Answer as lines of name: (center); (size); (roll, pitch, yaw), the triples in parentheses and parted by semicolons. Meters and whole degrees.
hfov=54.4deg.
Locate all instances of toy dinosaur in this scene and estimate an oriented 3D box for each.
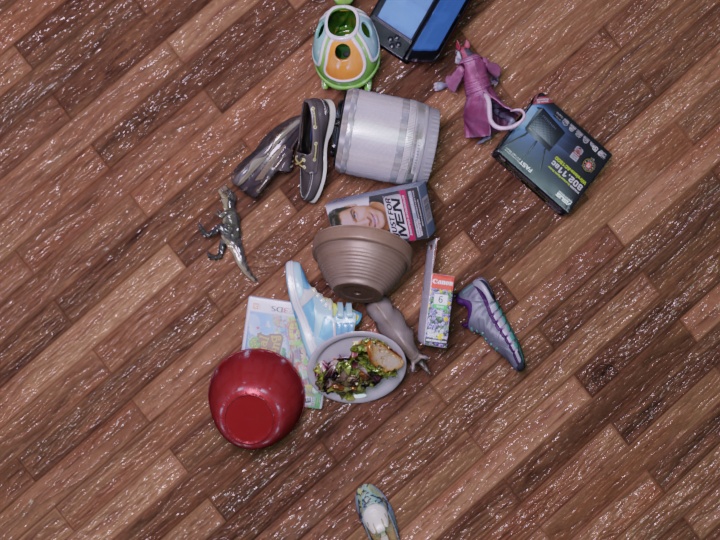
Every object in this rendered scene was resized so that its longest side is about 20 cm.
toy dinosaur: (-0.272, -0.066, 1.401); (0.086, 0.047, 0.206); (-15, 93, -10)

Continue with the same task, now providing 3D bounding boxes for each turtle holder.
turtle holder: (-0.021, -0.452, 1.361); (0.138, 0.132, 0.189); (23, 72, 15)

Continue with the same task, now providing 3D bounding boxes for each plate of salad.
plate of salad: (-0.006, 0.198, 1.357); (0.194, 0.049, 0.204); (-3, 130, -3)

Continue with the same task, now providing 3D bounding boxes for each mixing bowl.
mixing bowl: (-0.206, 0.265, 1.347); (0.194, 0.109, 0.207); (0, 103, -1)

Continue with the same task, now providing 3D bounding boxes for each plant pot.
plant pot: (0.000, 0.000, 1.325); (0.195, 0.202, 0.095); (8, 68, -2)

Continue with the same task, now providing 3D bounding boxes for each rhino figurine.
rhino figurine: (0.076, 0.128, 1.392); (0.059, 0.087, 0.202); (-37, 94, -1)

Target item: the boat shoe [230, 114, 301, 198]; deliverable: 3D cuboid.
boat shoe: (-0.171, -0.228, 1.402); (0.200, 0.074, 0.074); (-45, 117, -7)

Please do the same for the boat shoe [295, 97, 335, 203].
boat shoe: (-0.100, -0.234, 1.372); (0.059, 0.071, 0.207); (-3, 113, -34)

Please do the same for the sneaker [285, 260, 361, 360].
sneaker: (-0.069, 0.065, 1.373); (0.127, 0.080, 0.205); (-17, 99, -1)

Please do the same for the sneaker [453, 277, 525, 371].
sneaker: (0.259, 0.120, 1.420); (0.086, 0.074, 0.204); (-28, 83, 14)

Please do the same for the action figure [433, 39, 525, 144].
action figure: (0.226, -0.357, 1.379); (0.131, 0.149, 0.205); (-22, 97, 1)

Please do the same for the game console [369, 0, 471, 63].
game console: (0.121, -0.528, 1.388); (0.170, 0.119, 0.203); (31, 87, -2)

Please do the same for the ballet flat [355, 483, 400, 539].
ballet flat: (0.047, 0.526, 1.395); (0.073, 0.074, 0.204); (-25, 90, -3)

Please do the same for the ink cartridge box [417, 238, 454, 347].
ink cartridge box: (0.152, 0.044, 1.386); (0.049, 0.109, 0.207); (7, 89, -3)

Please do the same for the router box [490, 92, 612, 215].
router box: (0.387, -0.235, 1.424); (0.199, 0.062, 0.151); (39, 89, -2)

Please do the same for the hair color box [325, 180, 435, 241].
hair color box: (0.038, -0.102, 1.357); (0.195, 0.061, 0.102); (-9, 104, 25)

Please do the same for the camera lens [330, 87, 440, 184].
camera lens: (0.044, -0.257, 1.359); (0.194, 0.160, 0.165); (10, 89, -2)

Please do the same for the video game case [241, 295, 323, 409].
video game case: (-0.151, 0.165, 1.413); (0.176, 0.022, 0.207); (8, 89, -2)
